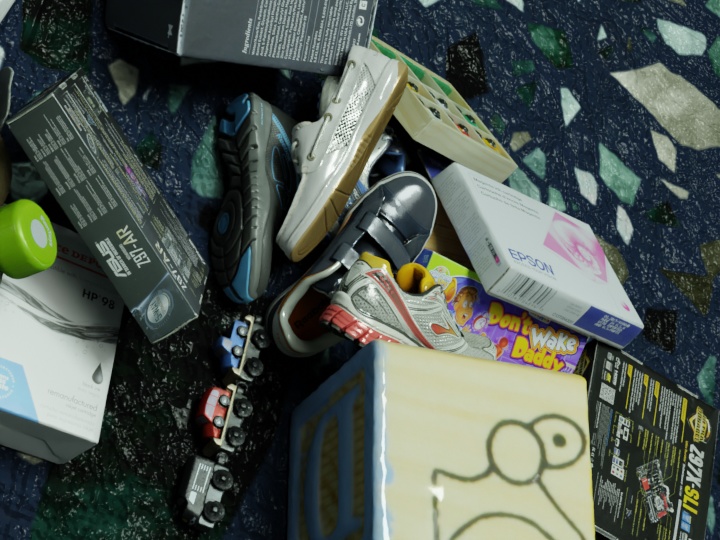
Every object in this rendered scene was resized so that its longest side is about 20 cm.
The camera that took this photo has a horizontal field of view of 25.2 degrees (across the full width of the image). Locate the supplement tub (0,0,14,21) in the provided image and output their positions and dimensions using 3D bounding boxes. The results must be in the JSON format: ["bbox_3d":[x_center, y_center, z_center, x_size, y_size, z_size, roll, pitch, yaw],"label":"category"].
[{"bbox_3d":[-0.370,-0.261,1.283,0.199,0.122,0.123,35,53,-20],"label":"supplement tub"}]

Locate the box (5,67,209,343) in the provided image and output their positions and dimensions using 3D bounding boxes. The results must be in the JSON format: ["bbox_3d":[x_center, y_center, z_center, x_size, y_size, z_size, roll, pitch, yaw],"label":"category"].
[{"bbox_3d":[-0.192,-0.055,1.265,0.201,0.043,0.160,58,6,-13],"label":"box"}]

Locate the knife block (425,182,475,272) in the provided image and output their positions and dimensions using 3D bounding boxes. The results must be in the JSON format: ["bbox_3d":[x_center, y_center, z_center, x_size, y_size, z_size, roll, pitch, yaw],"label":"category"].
[{"bbox_3d":[0.080,0.017,1.536,0.200,0.064,0.176,-38,94,-41],"label":"knife block"}]

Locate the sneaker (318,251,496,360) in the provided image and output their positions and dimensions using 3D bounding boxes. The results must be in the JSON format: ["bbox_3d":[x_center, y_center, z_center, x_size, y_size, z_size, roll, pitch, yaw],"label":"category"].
[{"bbox_3d":[0.056,0.043,1.370,0.199,0.077,0.083,24,89,-47],"label":"sneaker"}]

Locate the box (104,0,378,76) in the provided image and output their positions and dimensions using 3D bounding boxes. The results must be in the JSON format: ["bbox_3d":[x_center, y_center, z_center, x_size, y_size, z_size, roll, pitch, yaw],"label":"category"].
[{"bbox_3d":[-0.106,-0.244,1.441,0.198,0.147,0.106,2,106,-38],"label":"box"}]

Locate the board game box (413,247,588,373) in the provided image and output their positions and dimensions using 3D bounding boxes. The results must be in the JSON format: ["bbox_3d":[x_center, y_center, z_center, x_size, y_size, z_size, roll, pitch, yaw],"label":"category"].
[{"bbox_3d":[0.105,0.078,1.492,0.199,0.045,0.136,25,87,-30],"label":"board game box"}]

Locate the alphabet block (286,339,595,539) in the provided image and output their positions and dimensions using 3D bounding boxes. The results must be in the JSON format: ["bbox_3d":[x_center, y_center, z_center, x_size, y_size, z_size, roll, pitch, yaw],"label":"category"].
[{"bbox_3d":[0.062,0.189,1.339,0.198,0.196,0.198,12,64,-21],"label":"alphabet block"}]

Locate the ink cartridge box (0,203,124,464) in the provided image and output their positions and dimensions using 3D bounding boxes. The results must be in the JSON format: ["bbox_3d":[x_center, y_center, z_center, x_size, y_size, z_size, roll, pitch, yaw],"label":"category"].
[{"bbox_3d":[-0.253,0.036,1.273,0.115,0.067,0.202,23,57,-28],"label":"ink cartridge box"}]

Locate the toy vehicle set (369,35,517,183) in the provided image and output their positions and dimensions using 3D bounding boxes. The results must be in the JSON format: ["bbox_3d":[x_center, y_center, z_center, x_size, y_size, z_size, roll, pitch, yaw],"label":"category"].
[{"bbox_3d":[0.069,-0.155,1.546,0.125,0.027,0.199,53,16,25],"label":"toy vehicle set"}]

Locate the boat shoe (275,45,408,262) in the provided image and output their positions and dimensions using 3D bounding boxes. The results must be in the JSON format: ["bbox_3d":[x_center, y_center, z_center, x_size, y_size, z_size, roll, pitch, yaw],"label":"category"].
[{"bbox_3d":[-0.030,-0.105,1.417,0.069,0.071,0.202,27,79,8],"label":"boat shoe"}]

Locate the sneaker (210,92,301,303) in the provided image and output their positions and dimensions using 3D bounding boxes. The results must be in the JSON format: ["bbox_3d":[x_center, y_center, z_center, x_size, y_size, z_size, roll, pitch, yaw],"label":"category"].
[{"bbox_3d":[-0.083,-0.062,1.444,0.081,0.073,0.202,21,61,-34],"label":"sneaker"}]

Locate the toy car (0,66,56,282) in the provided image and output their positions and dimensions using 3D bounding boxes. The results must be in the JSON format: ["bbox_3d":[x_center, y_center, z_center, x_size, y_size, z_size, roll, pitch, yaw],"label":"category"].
[{"bbox_3d":[-0.320,-0.080,1.216,0.201,0.162,0.158,-89,155,-46],"label":"toy car"}]

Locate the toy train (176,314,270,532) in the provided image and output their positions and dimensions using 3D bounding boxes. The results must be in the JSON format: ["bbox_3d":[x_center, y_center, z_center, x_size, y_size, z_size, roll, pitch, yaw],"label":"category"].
[{"bbox_3d":[-0.118,0.123,1.361,0.045,0.034,0.202,22,58,-13],"label":"toy train"}]

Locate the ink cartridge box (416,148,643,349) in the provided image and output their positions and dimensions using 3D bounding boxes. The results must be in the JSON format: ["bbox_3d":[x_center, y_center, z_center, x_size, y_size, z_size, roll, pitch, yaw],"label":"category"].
[{"bbox_3d":[0.162,-0.032,1.534,0.195,0.043,0.201,21,34,-39],"label":"ink cartridge box"}]

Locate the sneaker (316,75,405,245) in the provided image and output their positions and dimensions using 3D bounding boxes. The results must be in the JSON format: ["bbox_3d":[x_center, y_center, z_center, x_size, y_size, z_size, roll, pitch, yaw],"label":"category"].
[{"bbox_3d":[0.006,-0.113,1.506,0.077,0.084,0.202,58,32,-54],"label":"sneaker"}]

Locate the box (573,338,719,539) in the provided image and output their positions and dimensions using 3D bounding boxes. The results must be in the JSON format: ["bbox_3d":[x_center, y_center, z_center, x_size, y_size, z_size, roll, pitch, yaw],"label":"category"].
[{"bbox_3d":[0.256,0.185,1.516,0.159,0.049,0.202,31,52,-20],"label":"box"}]

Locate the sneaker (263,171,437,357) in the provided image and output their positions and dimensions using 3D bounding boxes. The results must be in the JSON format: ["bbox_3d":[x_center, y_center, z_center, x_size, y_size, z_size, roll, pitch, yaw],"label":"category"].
[{"bbox_3d":[0.000,0.000,1.406,0.078,0.079,0.200,42,88,-14],"label":"sneaker"}]
